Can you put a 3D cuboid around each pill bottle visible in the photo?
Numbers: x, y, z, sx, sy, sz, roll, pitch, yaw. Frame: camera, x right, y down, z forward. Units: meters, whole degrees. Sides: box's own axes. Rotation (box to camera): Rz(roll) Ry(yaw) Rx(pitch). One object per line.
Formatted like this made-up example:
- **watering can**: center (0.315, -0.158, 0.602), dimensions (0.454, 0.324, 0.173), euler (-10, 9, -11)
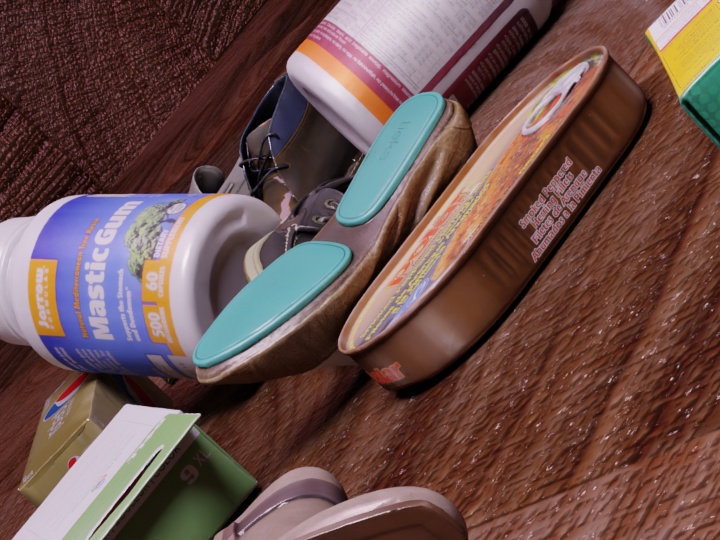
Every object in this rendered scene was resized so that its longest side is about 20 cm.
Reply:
- **pill bottle**: center (-0.145, 0.009, 1.270), dimensions (0.199, 0.113, 0.112), euler (1, 41, 37)
- **pill bottle**: center (0.054, -0.168, 1.332), dimensions (0.200, 0.110, 0.110), euler (-48, 11, -3)

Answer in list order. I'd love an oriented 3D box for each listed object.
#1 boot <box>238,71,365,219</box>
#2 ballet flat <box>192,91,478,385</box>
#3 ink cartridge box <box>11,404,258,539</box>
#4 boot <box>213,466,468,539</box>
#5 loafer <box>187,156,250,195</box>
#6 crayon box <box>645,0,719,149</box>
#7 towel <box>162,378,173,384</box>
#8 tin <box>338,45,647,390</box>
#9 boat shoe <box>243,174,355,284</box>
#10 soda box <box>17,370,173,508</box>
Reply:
- **boot**: center (-0.058, -0.046, 1.365), dimensions (0.075, 0.097, 0.200), euler (-36, 15, 44)
- **ballet flat**: center (0.000, 0.000, 1.041), dimensions (0.068, 0.072, 0.200), euler (6, 52, 54)
- **ink cartridge box**: center (-0.115, 0.128, 1.064), dimensions (0.104, 0.059, 0.200), euler (-50, 11, -13)
- **boot**: center (-0.026, 0.115, 0.750), dimensions (0.200, 0.070, 0.146), euler (-42, 10, 23)
- **loafer**: center (-0.114, -0.056, 1.689), dimensions (0.200, 0.070, 0.070), euler (-42, 12, 25)
- **crayon box**: center (0.199, -0.126, 0.756), dimensions (0.200, 0.058, 0.119), euler (-44, 11, 14)
- **towel**: center (-0.077, 0.000, 1.500), dimensions (0.200, 0.018, 0.086), euler (-47, 5, 5)
- **tin**: center (0.064, -0.025, 0.977), dimensions (0.200, 0.042, 0.112), euler (-52, 16, -22)
- **boat shoe**: center (-0.016, -0.015, 1.162), dimensions (0.066, 0.072, 0.201), euler (-49, 5, 14)
- **soda box**: center (-0.164, 0.109, 1.299), dimensions (0.064, 0.068, 0.200), euler (-45, 11, 5)
